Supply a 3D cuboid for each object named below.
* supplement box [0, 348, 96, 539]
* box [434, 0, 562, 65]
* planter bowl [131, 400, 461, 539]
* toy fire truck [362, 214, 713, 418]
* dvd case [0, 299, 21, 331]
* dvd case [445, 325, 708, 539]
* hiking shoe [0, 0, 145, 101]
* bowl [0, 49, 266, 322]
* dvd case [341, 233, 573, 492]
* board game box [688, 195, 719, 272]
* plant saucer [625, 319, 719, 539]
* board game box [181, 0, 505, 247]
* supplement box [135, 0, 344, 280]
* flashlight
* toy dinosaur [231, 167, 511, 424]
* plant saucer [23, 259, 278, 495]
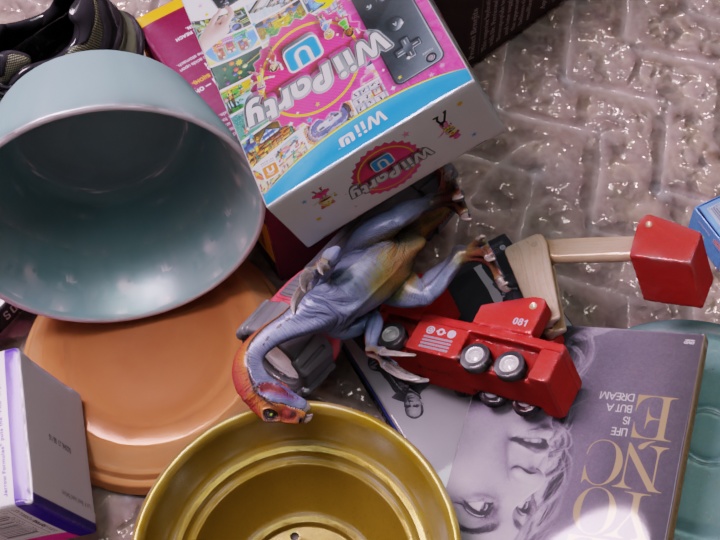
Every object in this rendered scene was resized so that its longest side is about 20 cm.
[{"bbox_3d":[-0.284,0.133,0.765,0.199,0.101,0.104,-15,66,4],"label":"supplement box"},{"bbox_3d":[0.059,-0.275,0.963,0.200,0.166,0.164,-36,65,-17],"label":"box"},{"bbox_3d":[-0.038,0.190,0.750,0.199,0.084,0.201,-1,59,2],"label":"planter bowl"},{"bbox_3d":[0.113,0.022,0.795,0.199,0.049,0.141,12,58,35],"label":"toy fire truck"},{"bbox_3d":[-0.286,-0.029,0.906,0.150,0.025,0.200,30,67,26],"label":"dvd case"},{"bbox_3d":[0.128,0.125,0.758,0.148,0.016,0.201,2,60,30],"label":"dvd case"},{"bbox_3d":[-0.253,-0.130,0.866,0.200,0.101,0.076,-48,59,0],"label":"hiking shoe"},{"bbox_3d":[-0.169,-0.068,0.806,0.200,0.201,0.105,-12,50,-4],"label":"bowl"},{"bbox_3d":[0.091,0.084,0.838,0.150,0.025,0.200,-26,63,-12],"label":"dvd case"},{"bbox_3d":[0.354,0.008,0.860,0.151,0.037,0.200,-24,61,-11],"label":"board game box"},{"bbox_3d":[0.222,0.113,0.783,0.199,0.036,0.201,-1,60,2],"label":"plant saucer"},{"bbox_3d":[-0.017,-0.137,0.778,0.147,0.064,0.201,-30,57,9],"label":"board game box"},{"bbox_3d":[-0.080,-0.108,0.907,0.085,0.111,0.200,-30,63,-13],"label":"supplement box"},{"bbox_3d":[0.000,0.000,0.847,0.068,0.068,0.200,43,60,3],"label":"flashlight"},{"bbox_3d":[0.001,0.022,0.776,0.181,0.200,0.105,-28,101,5],"label":"toy dinosaur"},{"bbox_3d":[-0.145,0.059,0.858,0.199,0.038,0.201,-2,61,3],"label":"plant saucer"}]
